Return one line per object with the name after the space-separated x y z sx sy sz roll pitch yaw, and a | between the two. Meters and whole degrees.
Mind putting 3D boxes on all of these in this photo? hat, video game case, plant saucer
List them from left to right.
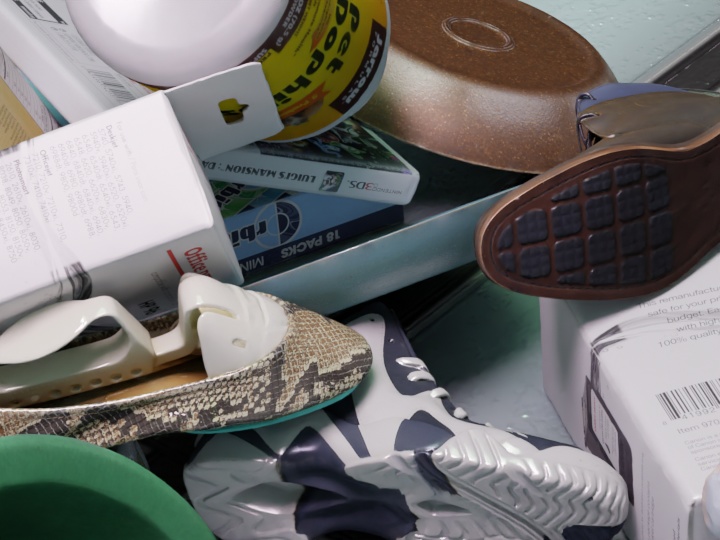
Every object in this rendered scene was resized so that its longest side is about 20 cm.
-0.171 0.152 1.021 0.176 0.200 0.166 -14 54 55 | hat
-0.092 -0.095 1.318 0.182 0.023 0.200 6 25 -37 | video game case
0.000 0.000 1.228 0.200 0.027 0.200 -20 0 0 | plant saucer
0.060 -0.116 1.403 0.200 0.037 0.200 13 26 -6 | plant saucer

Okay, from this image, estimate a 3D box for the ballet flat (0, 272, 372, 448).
-0.094 0.040 1.100 0.200 0.075 0.068 -13 37 -5 | ballet flat

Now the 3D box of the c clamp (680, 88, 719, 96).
0.218 -0.036 1.332 0.171 0.027 0.200 0 37 -6 | c clamp

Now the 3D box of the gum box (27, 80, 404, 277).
-0.098 -0.064 1.396 0.170 0.045 0.200 -19 39 -21 | gum box

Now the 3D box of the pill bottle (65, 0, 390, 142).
-0.053 -0.121 1.190 0.109 0.109 0.200 9 -4 19 | pill bottle

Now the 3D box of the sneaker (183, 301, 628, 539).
0.030 0.065 1.161 0.199 0.080 0.130 -3 42 21 | sneaker

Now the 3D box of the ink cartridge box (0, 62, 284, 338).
-0.122 -0.015 1.130 0.200 0.116 0.068 -21 77 0 | ink cartridge box

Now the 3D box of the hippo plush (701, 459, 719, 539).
0.216 0.098 0.948 0.159 0.161 0.200 -8 67 -6 | hippo plush

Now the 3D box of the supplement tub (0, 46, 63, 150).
-0.225 -0.057 1.238 0.145 0.200 0.145 -19 41 18 | supplement tub

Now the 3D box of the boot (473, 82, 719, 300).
0.117 -0.039 1.180 0.200 0.075 0.097 -16 22 -28 | boot

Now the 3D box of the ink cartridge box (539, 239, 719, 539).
0.178 0.060 1.148 0.145 0.083 0.200 -12 34 -10 | ink cartridge box

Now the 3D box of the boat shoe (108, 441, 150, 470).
-0.136 0.136 1.092 0.074 0.065 0.202 5 36 15 | boat shoe
